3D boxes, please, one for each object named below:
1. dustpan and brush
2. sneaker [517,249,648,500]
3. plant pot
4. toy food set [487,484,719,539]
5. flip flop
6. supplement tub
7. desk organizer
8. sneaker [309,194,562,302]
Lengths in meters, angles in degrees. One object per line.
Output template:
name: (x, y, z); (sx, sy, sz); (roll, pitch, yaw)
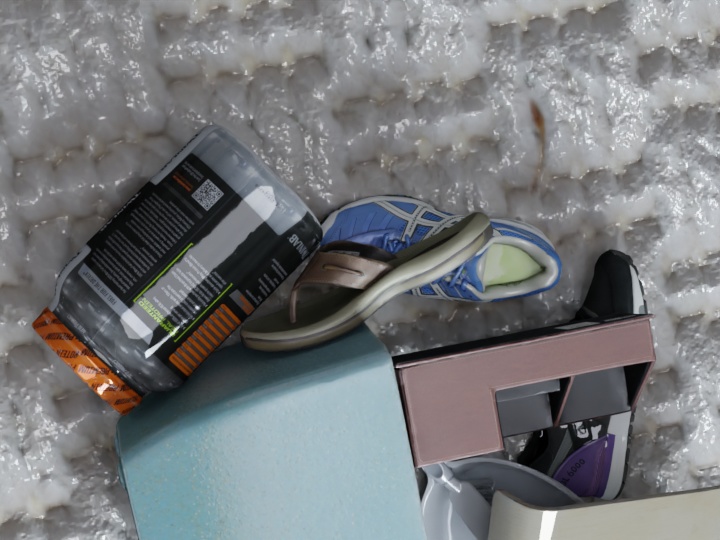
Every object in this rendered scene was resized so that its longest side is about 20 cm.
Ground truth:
dustpan and brush: (0.082, 0.176, 1.468); (0.140, 0.057, 0.200); (-43, 78, 19)
sneaker: (0.171, 0.082, 1.481); (0.088, 0.076, 0.200); (5, 96, -9)
plant pot: (-0.071, 0.155, 1.371); (0.200, 0.196, 0.196); (-13, 101, -8)
toy food set: (0.189, 0.219, 1.429); (0.200, 0.060, 0.144); (-5, 117, -20)
flip flop: (0.000, 0.000, 1.368); (0.200, 0.081, 0.058); (-27, 104, 4)
supplement tub: (-0.134, 0.002, 1.364); (0.200, 0.123, 0.123); (-45, 105, -5)
desk organizer: (0.118, 0.087, 1.391); (0.200, 0.072, 0.077); (-10, 92, -13)
sneaker: (0.061, -0.016, 1.436); (0.200, 0.077, 0.076); (1, 99, -12)
